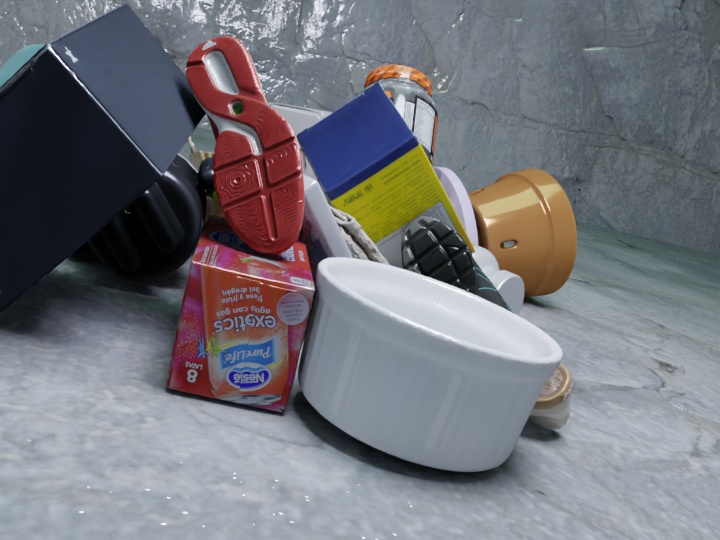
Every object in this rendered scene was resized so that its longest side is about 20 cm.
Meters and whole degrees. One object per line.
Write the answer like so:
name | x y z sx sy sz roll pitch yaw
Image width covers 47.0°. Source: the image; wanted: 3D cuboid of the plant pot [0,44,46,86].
plant pot | -0.324 -0.173 1.019 0.159 0.204 0.200 6 8 20

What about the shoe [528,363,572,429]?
shoe | 0.104 0.095 0.767 0.198 0.070 0.054 19 -31 38

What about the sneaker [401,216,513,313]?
sneaker | 0.109 0.034 0.868 0.201 0.075 0.079 57 8 9

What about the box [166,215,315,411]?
box | -0.097 0.027 0.689 0.094 0.101 0.200 12 12 -9

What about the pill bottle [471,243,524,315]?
pill bottle | 0.100 0.008 1.019 0.199 0.106 0.104 25 15 38

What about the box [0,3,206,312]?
box | -0.244 -0.094 0.673 0.123 0.197 0.201 48 18 -19

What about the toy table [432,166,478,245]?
toy table | 0.090 -0.071 1.247 0.116 0.185 0.202 2 46 -25

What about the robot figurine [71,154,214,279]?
robot figurine | -0.228 -0.067 0.887 0.148 0.127 0.200 11 15 -10

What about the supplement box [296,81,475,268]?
supplement box | 0.031 -0.083 0.916 0.201 0.108 0.110 55 6 -46

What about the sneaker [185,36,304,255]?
sneaker | -0.082 -0.093 0.711 0.077 0.202 0.116 -18 -21 5

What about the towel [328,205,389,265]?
towel | 0.000 0.000 0.883 0.200 0.034 0.132 51 -10 -35

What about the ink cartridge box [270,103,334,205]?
ink cartridge box | -0.063 -0.153 1.172 0.083 0.148 0.200 15 10 19

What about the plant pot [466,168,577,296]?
plant pot | 0.218 -0.051 1.288 0.138 0.203 0.200 -9 21 -24

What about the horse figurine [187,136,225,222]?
horse figurine | -0.193 -0.112 1.081 0.198 0.134 0.050 3 26 40

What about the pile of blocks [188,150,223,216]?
pile of blocks | -0.180 -0.104 0.998 0.198 0.083 0.062 -5 13 37

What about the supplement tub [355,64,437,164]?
supplement tub | 0.040 -0.166 1.118 0.121 0.203 0.123 7 -23 3

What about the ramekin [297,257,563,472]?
ramekin | 0.046 0.070 0.643 0.198 0.099 0.201 19 10 -3

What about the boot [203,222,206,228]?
boot | -0.111 -0.021 1.008 0.199 0.072 0.143 17 16 38

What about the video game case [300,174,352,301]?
video game case | -0.059 -0.025 0.841 0.023 0.202 0.182 -36 35 -18
